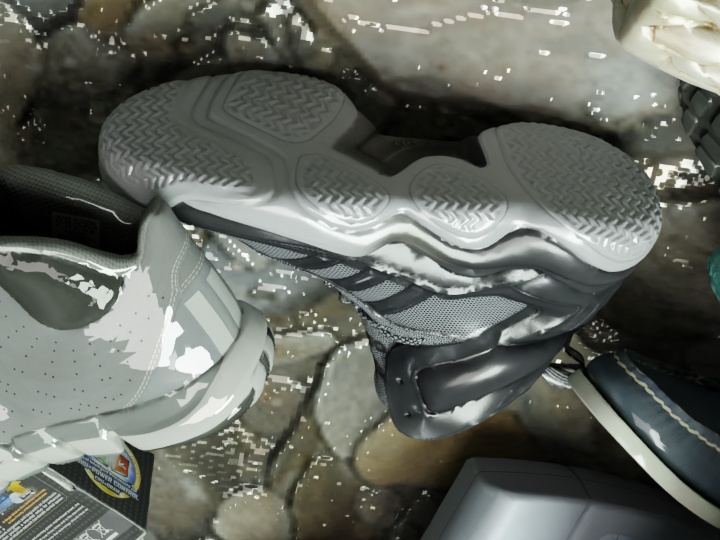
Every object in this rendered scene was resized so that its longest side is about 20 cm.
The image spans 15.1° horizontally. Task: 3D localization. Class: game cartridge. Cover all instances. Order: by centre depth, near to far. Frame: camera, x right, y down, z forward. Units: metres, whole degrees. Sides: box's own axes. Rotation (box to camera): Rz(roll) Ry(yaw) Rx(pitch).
[{"bbox_3d":[0.105,0.154,1.094,0.199,0.042,0.134,23,109,-24],"label":"game cartridge"}]

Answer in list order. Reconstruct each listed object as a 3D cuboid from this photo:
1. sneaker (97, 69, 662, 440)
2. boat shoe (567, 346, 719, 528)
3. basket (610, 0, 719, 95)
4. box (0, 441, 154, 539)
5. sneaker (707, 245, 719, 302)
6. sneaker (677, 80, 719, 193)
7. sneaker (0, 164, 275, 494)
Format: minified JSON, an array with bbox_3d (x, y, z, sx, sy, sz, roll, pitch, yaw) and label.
[{"bbox_3d":[0.000,0.000,0.965,0.199,0.076,0.114,8,129,-9],"label":"sneaker"},{"bbox_3d":[0.158,0.069,1.020,0.200,0.075,0.062,32,110,-34],"label":"boat shoe"},{"bbox_3d":[0.182,-0.107,0.827,0.199,0.136,0.124,22,131,-16],"label":"basket"},{"bbox_3d":[-0.205,0.100,1.084,0.160,0.044,0.200,35,123,-25],"label":"box"},{"bbox_3d":[0.220,0.018,0.992,0.199,0.078,0.091,22,113,-21],"label":"sneaker"},{"bbox_3d":[0.206,-0.034,0.942,0.199,0.088,0.076,33,143,5],"label":"sneaker"},{"bbox_3d":[-0.138,0.019,0.939,0.199,0.075,0.116,-19,124,16],"label":"sneaker"}]
